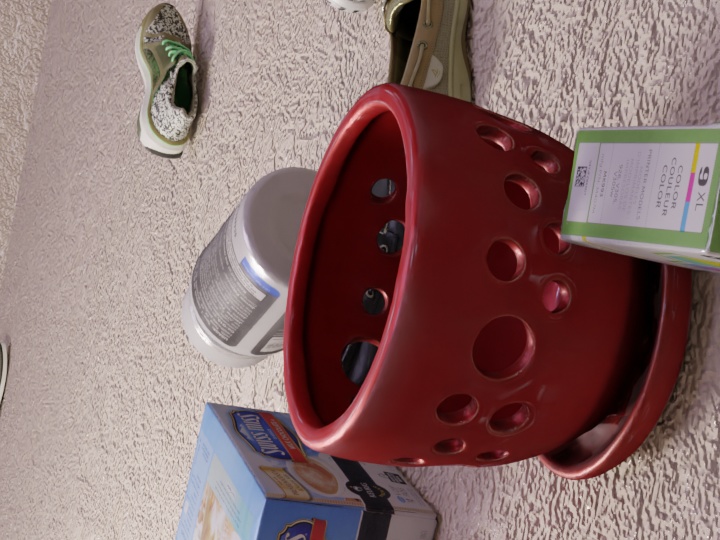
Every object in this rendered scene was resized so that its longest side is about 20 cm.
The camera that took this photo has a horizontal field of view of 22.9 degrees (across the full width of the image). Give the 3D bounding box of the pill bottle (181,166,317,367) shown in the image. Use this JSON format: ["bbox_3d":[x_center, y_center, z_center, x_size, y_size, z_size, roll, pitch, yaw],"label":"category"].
[{"bbox_3d":[-0.078,0.004,1.500,0.200,0.113,0.115,135,141,-57],"label":"pill bottle"}]

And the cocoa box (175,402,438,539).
[{"bbox_3d":[-0.048,0.195,1.294,0.200,0.130,0.135,-138,60,-67],"label":"cocoa box"}]

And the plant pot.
[{"bbox_3d":[0.070,0.012,0.979,0.200,0.180,0.203,-171,90,-70],"label":"plant pot"}]

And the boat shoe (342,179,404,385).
[{"bbox_3d":[-0.001,0.000,1.355,0.074,0.065,0.202,180,99,-70],"label":"boat shoe"}]

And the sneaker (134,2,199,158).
[{"bbox_3d":[-0.211,-0.233,2.076,0.088,0.076,0.202,-35,52,45],"label":"sneaker"}]

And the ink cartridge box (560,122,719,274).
[{"bbox_3d":[0.181,-0.029,0.806,0.200,0.103,0.060,-172,92,-70],"label":"ink cartridge box"}]

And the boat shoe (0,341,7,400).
[{"bbox_3d":[-0.653,0.221,3.075,0.072,0.060,0.204,-164,84,-70],"label":"boat shoe"}]

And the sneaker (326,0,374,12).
[{"bbox_3d":[0.011,-0.327,1.494,0.115,0.074,0.203,-26,66,60],"label":"sneaker"}]

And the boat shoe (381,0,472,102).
[{"bbox_3d":[0.041,-0.176,1.329,0.073,0.062,0.203,131,144,-55],"label":"boat shoe"}]
